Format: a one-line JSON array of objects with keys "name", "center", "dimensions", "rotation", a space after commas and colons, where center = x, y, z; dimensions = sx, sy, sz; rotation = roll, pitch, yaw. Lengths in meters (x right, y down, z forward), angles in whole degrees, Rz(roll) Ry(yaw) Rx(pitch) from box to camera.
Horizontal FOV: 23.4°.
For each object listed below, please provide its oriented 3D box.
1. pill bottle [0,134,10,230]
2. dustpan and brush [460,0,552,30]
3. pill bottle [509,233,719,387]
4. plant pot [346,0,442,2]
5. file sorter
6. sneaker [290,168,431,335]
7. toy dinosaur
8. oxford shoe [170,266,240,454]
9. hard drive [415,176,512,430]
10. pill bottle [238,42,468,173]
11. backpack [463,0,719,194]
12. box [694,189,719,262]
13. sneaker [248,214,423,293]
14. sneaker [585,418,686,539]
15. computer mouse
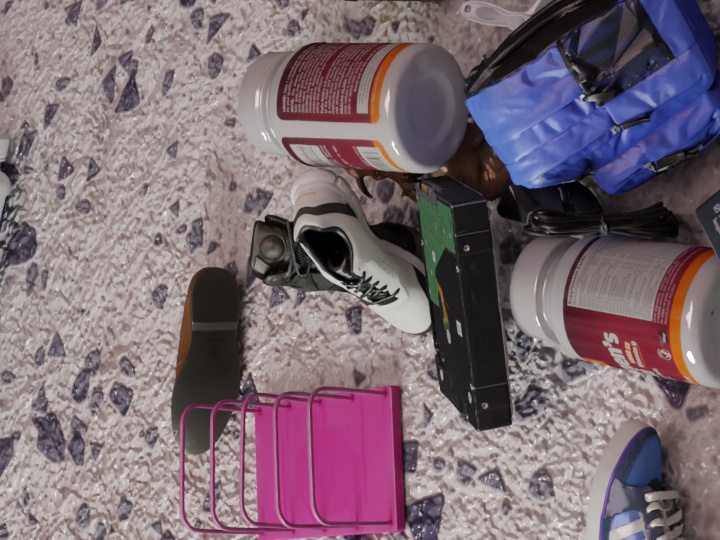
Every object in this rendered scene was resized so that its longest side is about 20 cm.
[{"name": "pill bottle", "center": [-0.501, -0.077, 2.181], "dimensions": [0.111, 0.110, 0.202], "rotation": [20, 98, 44]}, {"name": "dustpan and brush", "center": [0.175, -0.214, 1.561], "dimensions": [0.199, 0.057, 0.141], "rotation": [23, 100, 44]}, {"name": "pill bottle", "center": [0.226, 0.027, 1.442], "dimensions": [0.199, 0.109, 0.111], "rotation": [10, 91, 45]}, {"name": "plant pot", "center": [-0.004, -0.352, 1.679], "dimensions": [0.199, 0.199, 0.179], "rotation": [13, 104, 45]}, {"name": "file sorter", "center": [-0.072, 0.190, 1.706], "dimensions": [0.199, 0.125, 0.141], "rotation": [-12, 76, 43]}, {"name": "sneaker", "center": [0.000, 0.000, 1.620], "dimensions": [0.073, 0.200, 0.080], "rotation": [-32, 29, 27]}, {"name": "toy dinosaur", "center": [0.088, -0.103, 1.621], "dimensions": [0.199, 0.085, 0.137], "rotation": [31, 106, 38]}, {"name": "oxford shoe", "center": [-0.167, 0.096, 1.870], "dimensions": [0.071, 0.071, 0.203], "rotation": [-168, 87, -73]}, {"name": "hard drive", "center": [0.091, 0.026, 1.537], "dimensions": [0.140, 0.037, 0.202], "rotation": [-138, 39, -74]}, {"name": "pill bottle", "center": [-0.010, -0.150, 1.579], "dimensions": [0.199, 0.114, 0.116], "rotation": [7, 89, 42]}, {"name": "backpack", "center": [0.194, -0.147, 1.435], "dimensions": [0.199, 0.162, 0.169], "rotation": [-28, 95, 19]}, {"name": "box", "center": [0.378, -0.037, 1.303], "dimensions": [0.200, 0.106, 0.150], "rotation": [-42, 57, 34]}, {"name": "sneaker", "center": [-0.034, -0.013, 1.707], "dimensions": [0.198, 0.114, 0.077], "rotation": [2, 87, 42]}, {"name": "sneaker", "center": [0.257, 0.235, 1.413], "dimensions": [0.145, 0.080, 0.202], "rotation": [13, 90, 37]}, {"name": "computer mouse", "center": [0.195, -0.060, 1.488], "dimensions": [0.200, 0.139, 0.047], "rotation": [-120, 31, -81]}]
